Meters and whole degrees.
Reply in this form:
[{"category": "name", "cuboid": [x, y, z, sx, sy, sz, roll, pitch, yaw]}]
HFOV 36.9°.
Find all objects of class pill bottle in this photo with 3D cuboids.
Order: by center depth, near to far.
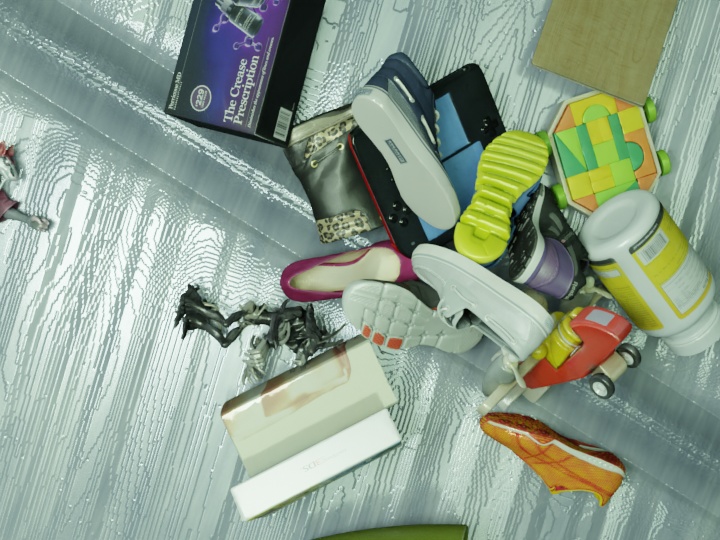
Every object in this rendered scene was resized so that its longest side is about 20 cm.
[{"category": "pill bottle", "cuboid": [0.361, 0.008, 1.316, 0.112, 0.112, 0.200, -42, 112, -2]}]

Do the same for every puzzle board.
[{"category": "puzzle board", "cuboid": [0.310, -0.318, 1.341, 0.149, 0.017, 0.203, 20, 79, 0]}]

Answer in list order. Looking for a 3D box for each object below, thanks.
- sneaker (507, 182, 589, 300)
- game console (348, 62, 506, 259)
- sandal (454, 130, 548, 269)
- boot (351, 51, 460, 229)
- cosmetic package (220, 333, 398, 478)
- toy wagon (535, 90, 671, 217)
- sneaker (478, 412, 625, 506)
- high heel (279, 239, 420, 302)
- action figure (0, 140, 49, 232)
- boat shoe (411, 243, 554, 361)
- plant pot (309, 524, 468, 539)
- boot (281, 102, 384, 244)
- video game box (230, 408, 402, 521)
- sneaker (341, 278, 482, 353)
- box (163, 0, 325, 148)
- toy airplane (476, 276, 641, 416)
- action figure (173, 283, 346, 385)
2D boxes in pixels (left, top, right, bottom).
[{"category": "sneaker", "cuboid": [0.226, -0.028, 1.286, 0.087, 0.201, 0.076, 28, 123, -7]}, {"category": "game console", "cuboid": [0.096, -0.129, 1.300, 0.199, 0.031, 0.179, -32, 112, -20]}, {"category": "sandal", "cuboid": [0.163, -0.080, 1.291, 0.079, 0.087, 0.201, 26, 67, 13]}, {"category": "boot", "cuboid": [0.072, -0.148, 1.240, 0.091, 0.072, 0.201, -54, 125, -32]}, {"category": "cosmetic package", "cuboid": [-0.063, 0.160, 1.308, 0.198, 0.103, 0.088, -26, 92, -4]}, {"category": "toy wagon", "cuboid": [0.312, -0.125, 1.354, 0.153, 0.040, 0.203, -18, 93, -3]}, {"category": "sneaker", "cuboid": [0.235, 0.237, 1.349, 0.198, 0.073, 0.078, 26, 100, -2]}, {"category": "high heel", "cuboid": [0.000, 0.000, 1.308, 0.196, 0.096, 0.069, -4, 92, -4]}, {"category": "action figure", "cuboid": [-0.475, -0.069, 1.288, 0.148, 0.134, 0.202, 22, 75, 37]}, {"category": "boat shoe", "cuboid": [0.124, 0.038, 1.222, 0.199, 0.072, 0.069, 33, 76, 29]}, {"category": "plant pot", "cuboid": [0.021, 0.388, 1.300, 0.197, 0.187, 0.190, 6, 92, 11]}, {"category": "boot", "cuboid": [0.011, -0.130, 1.316, 0.197, 0.073, 0.153, -19, 97, -10]}, {"category": "video game box", "cuboid": [-0.046, 0.230, 1.271, 0.198, 0.182, 0.047, -27, 81, -3]}, {"category": "sneaker", "cuboid": [0.055, 0.047, 1.303, 0.198, 0.082, 0.078, 19, 111, -31]}, {"category": "box", "cuboid": [-0.134, -0.262, 1.269, 0.140, 0.079, 0.203, 15, 91, 30]}, {"category": "toy airplane", "cuboid": [0.218, 0.086, 1.280, 0.198, 0.200, 0.142, -33, 97, 11]}, {"category": "action figure", "cuboid": [-0.122, 0.083, 1.296, 0.197, 0.119, 0.103, 12, 62, 2]}]
